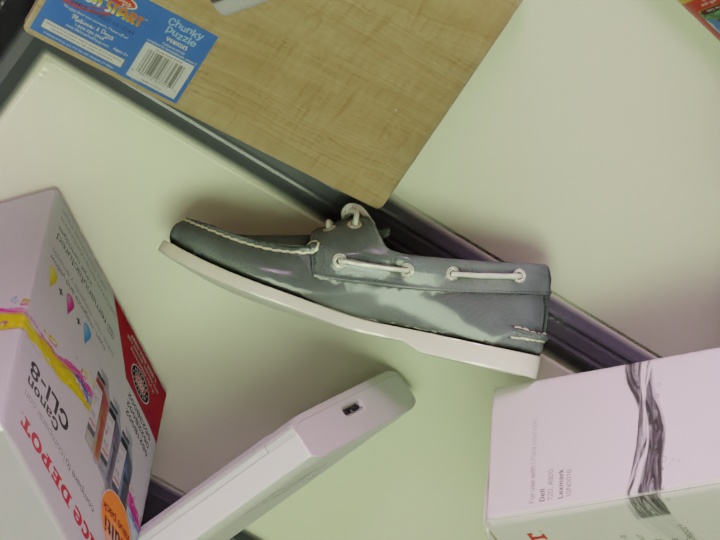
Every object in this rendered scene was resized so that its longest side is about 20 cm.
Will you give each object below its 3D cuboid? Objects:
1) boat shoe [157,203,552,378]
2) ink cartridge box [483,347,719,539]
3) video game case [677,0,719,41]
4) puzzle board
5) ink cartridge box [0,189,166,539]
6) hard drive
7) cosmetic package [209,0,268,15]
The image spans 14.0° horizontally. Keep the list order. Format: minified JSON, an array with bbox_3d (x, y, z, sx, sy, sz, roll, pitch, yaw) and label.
[{"bbox_3d":[0.000,0.000,1.465,0.199,0.073,0.062,17,89,-2],"label":"boat shoe"},{"bbox_3d":[0.178,0.109,1.465,0.199,0.085,0.146,-10,144,22],"label":"ink cartridge box"},{"bbox_3d":[0.187,-0.148,1.324,0.200,0.017,0.143,41,149,-21],"label":"video game case"},{"bbox_3d":[-0.040,-0.129,1.396,0.200,0.017,0.151,26,123,-13],"label":"puzzle board"},{"bbox_3d":[-0.196,0.087,1.444,0.144,0.200,0.146,-16,122,15],"label":"ink cartridge box"},{"bbox_3d":[-0.074,0.125,1.509,0.200,0.132,0.026,-36,84,25],"label":"hard drive"},{"bbox_3d":[-0.025,-0.245,1.176,0.164,0.201,0.165,-19,146,15],"label":"cosmetic package"}]
